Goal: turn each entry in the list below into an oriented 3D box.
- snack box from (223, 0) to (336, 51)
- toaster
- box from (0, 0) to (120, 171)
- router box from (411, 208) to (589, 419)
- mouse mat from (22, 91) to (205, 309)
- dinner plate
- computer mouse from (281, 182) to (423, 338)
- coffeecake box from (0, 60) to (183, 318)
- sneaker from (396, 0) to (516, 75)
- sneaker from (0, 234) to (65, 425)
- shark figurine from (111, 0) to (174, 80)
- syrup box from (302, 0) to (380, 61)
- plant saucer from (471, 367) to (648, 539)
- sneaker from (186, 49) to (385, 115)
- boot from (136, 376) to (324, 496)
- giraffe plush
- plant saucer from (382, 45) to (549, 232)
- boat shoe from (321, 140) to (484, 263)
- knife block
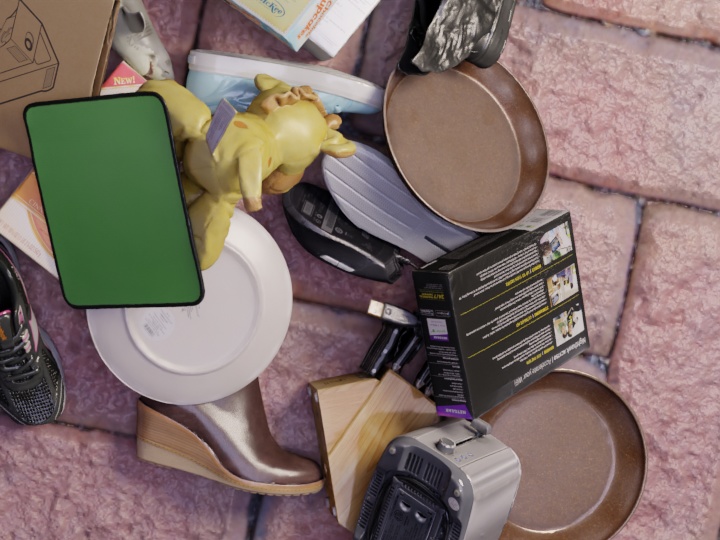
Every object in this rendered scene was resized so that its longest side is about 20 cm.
[{"bbox_3d":[-0.101,-0.308,1.651,0.200,0.037,0.116,37,87,23],"label":"snack box"},{"bbox_3d":[0.076,0.238,1.703,0.113,0.129,0.201,30,118,27],"label":"toaster"},{"bbox_3d":[-0.330,-0.198,1.624,0.199,0.021,0.164,18,100,18],"label":"box"},{"bbox_3d":[0.141,0.039,1.699,0.200,0.051,0.150,-25,111,-43],"label":"router box"},{"bbox_3d":[-0.225,-0.061,1.583,0.160,0.008,0.201,-2,106,28],"label":"mouse mat"},{"bbox_3d":[-0.160,0.031,1.658,0.199,0.024,0.201,-2,99,-14],"label":"dinner plate"},{"bbox_3d":[0.000,0.000,1.705,0.200,0.141,0.046,27,125,-13],"label":"computer mouse"},{"bbox_3d":[-0.234,-0.076,1.678,0.153,0.073,0.200,39,87,-10],"label":"coffeecake box"},{"bbox_3d":[0.101,-0.275,1.699,0.104,0.060,0.201,18,79,-33],"label":"sneaker"},{"bbox_3d":[-0.343,0.059,1.663,0.080,0.086,0.201,-23,99,-6],"label":"sneaker"},{"bbox_3d":[-0.216,-0.281,1.636,0.128,0.215,0.090,27,58,9],"label":"shark figurine"},{"bbox_3d":[0.001,-0.305,1.698,0.081,0.079,0.200,38,87,-10],"label":"syrup box"},{"bbox_3d":[0.196,0.198,1.793,0.200,0.037,0.201,-1,94,-9],"label":"plant saucer"},{"bbox_3d":[-0.074,-0.163,1.706,0.199,0.074,0.082,9,102,-2],"label":"sneaker"},{"bbox_3d":[-0.116,0.126,1.714,0.199,0.072,0.167,14,94,-7],"label":"boot"},{"bbox_3d":[-0.105,-0.115,1.598,0.162,0.200,0.173,-24,84,-42],"label":"giraffe plush"},{"bbox_3d":[0.098,-0.128,1.713,0.200,0.034,0.201,13,66,-31],"label":"plant saucer"},{"bbox_3d":[0.042,-0.065,1.732,0.200,0.071,0.072,38,113,-17],"label":"boat shoe"},{"bbox_3d":[0.042,0.146,1.748,0.175,0.064,0.201,-9,96,-8],"label":"knife block"}]
